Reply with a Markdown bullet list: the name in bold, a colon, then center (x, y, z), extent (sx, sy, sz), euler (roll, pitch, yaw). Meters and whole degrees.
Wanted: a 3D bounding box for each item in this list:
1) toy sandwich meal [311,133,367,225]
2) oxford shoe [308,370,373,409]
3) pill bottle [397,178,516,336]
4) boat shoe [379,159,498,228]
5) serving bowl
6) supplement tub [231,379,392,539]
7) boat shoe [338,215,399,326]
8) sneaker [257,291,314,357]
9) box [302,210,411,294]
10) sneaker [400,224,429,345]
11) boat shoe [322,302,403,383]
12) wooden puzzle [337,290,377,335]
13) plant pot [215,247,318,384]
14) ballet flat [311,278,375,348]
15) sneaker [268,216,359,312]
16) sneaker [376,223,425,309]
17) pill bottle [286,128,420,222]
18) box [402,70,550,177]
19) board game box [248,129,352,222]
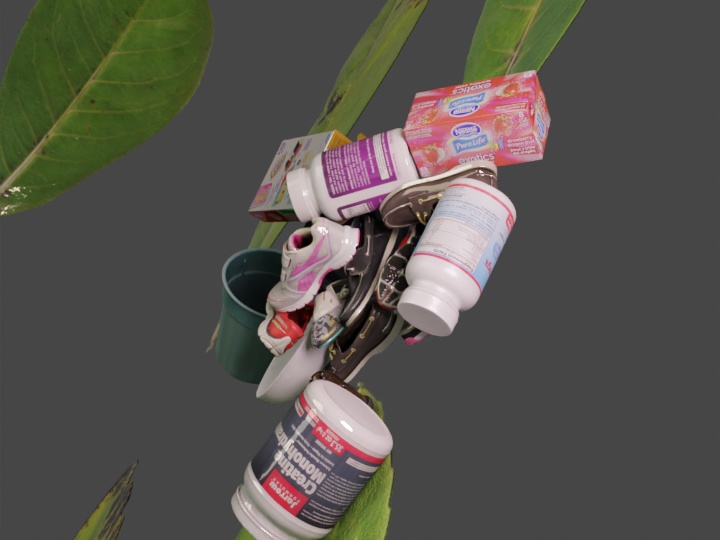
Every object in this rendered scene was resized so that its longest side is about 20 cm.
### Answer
- **toy sandwich meal**: center (-0.033, -0.157, 1.682), extent (0.205, 0.070, 0.206), euler (-41, 22, 20)
- **oxford shoe**: center (-0.039, 0.195, 1.457), extent (0.073, 0.084, 0.200), euler (-55, 17, -7)
- **pill bottle**: center (0.128, -0.017, 1.340), extent (0.201, 0.108, 0.109), euler (-62, 17, -21)
- **boat shoe**: center (0.114, -0.100, 1.461), extent (0.198, 0.072, 0.060), euler (-19, 56, 27)
- **serving bowl**: center (-0.096, 0.148, 1.672), extent (0.201, 0.065, 0.200), euler (-55, 8, 12)
- **supplement tub**: center (-0.064, 0.260, 1.292), extent (0.201, 0.140, 0.140), euler (-53, 16, 7)
- **boat shoe**: center (0.000, 0.000, 1.552), extent (0.072, 0.067, 0.202), euler (-53, 13, 57)
- **sneaker**: center (-0.110, 0.074, 1.643), extent (0.084, 0.077, 0.201), euler (-32, 21, 17)
- **box**: center (-0.015, -0.063, 1.735), extent (0.199, 0.107, 0.149), euler (-27, 29, 47)
- **sneaker**: center (0.095, 0.010, 1.422), extent (0.201, 0.087, 0.074), euler (-62, 17, -20)
- **boat shoe**: center (-0.013, 0.121, 1.568), extent (0.201, 0.060, 0.072), euler (-45, 19, 32)
- **wooden puzzle**: center (0.008, 0.025, 1.761), extent (0.186, 0.037, 0.200), euler (-53, 20, 9)
- **plant pot**: center (-0.187, 0.096, 1.871), extent (0.201, 0.198, 0.197), euler (-77, 7, -53)
- **ballet flat**: center (-0.041, 0.059, 1.588), extent (0.072, 0.072, 0.200), euler (-45, -2, 32)
- **sneaker**: center (-0.091, -0.017, 1.553), extent (0.200, 0.088, 0.082), euler (-46, 24, 26)
- **sneaker**: center (0.079, -0.004, 1.528), extent (0.201, 0.077, 0.085), euler (-56, 1, -39)
- **pill bottle**: center (-0.010, -0.142, 1.537), extent (0.198, 0.113, 0.113), euler (-16, 26, 9)
- **box**: center (0.176, -0.218, 1.477), extent (0.198, 0.096, 0.100), euler (-6, 43, 27)
- **board game box**: center (-0.108, -0.160, 1.699), extent (0.199, 0.040, 0.154), euler (4, 66, 60)
